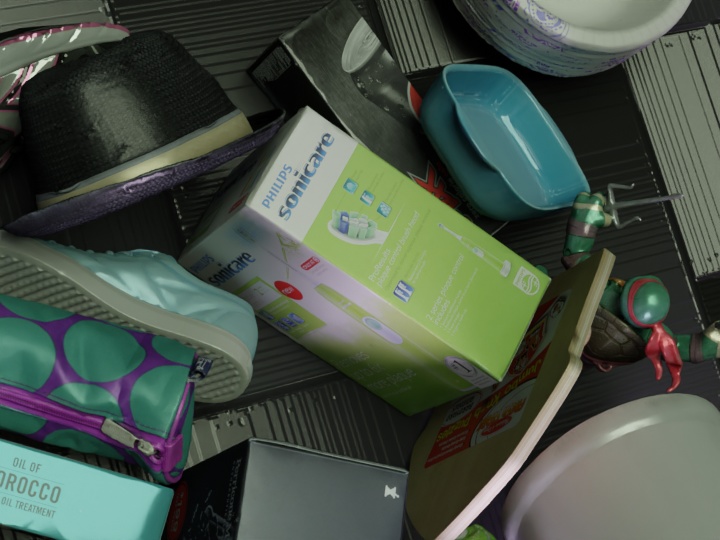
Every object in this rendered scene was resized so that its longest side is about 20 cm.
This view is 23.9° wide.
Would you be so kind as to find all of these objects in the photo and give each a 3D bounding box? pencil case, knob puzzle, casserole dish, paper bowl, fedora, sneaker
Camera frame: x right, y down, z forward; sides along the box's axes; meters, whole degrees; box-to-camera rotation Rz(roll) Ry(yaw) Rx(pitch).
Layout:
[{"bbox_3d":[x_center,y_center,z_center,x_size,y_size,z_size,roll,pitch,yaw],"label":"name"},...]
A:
[{"bbox_3d":[-0.195,0.065,1.029,0.199,0.092,0.085,15,114,-4],"label":"pencil case"},{"bbox_3d":[0.092,0.098,1.107,0.030,0.220,0.220,34,65,-13],"label":"knob puzzle"},{"bbox_3d":[0.100,-0.086,1.201,0.121,0.039,0.200,59,24,8],"label":"casserole dish"},{"bbox_3d":[0.147,-0.243,1.277,0.200,0.104,0.201,7,73,-23],"label":"paper bowl"},{"bbox_3d":[-0.145,-0.095,1.051,0.200,0.200,0.092,-27,101,-28],"label":"fedora"},{"bbox_3d":[-0.238,-0.105,1.096,0.200,0.080,0.087,-21,108,-29],"label":"sneaker"},{"bbox_3d":[-0.160,0.017,1.100,0.200,0.074,0.082,27,37,-10],"label":"sneaker"}]

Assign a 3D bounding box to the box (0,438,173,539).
[{"bbox_3d":[-0.220,0.128,1.021,0.200,0.082,0.049,19,77,-18],"label":"box"}]

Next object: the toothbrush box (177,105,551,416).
[{"bbox_3d":[0.000,0.000,1.122,0.200,0.146,0.086,36,65,-12],"label":"toothbrush box"}]

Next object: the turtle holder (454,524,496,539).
[{"bbox_3d":[0.058,0.270,1.067,0.131,0.186,0.141,18,25,-1],"label":"turtle holder"}]

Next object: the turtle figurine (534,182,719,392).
[{"bbox_3d":[0.177,0.020,1.163,0.101,0.200,0.150,-38,96,-22],"label":"turtle figurine"}]

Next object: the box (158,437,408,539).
[{"bbox_3d":[-0.063,0.217,1.013,0.104,0.182,0.201,14,70,-21],"label":"box"}]

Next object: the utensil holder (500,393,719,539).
[{"bbox_3d":[0.206,0.210,1.100,0.170,0.170,0.200,-6,49,-25],"label":"utensil holder"}]

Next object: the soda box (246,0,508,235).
[{"bbox_3d":[0.013,-0.090,1.198,0.071,0.063,0.200,-38,94,-28],"label":"soda box"}]
